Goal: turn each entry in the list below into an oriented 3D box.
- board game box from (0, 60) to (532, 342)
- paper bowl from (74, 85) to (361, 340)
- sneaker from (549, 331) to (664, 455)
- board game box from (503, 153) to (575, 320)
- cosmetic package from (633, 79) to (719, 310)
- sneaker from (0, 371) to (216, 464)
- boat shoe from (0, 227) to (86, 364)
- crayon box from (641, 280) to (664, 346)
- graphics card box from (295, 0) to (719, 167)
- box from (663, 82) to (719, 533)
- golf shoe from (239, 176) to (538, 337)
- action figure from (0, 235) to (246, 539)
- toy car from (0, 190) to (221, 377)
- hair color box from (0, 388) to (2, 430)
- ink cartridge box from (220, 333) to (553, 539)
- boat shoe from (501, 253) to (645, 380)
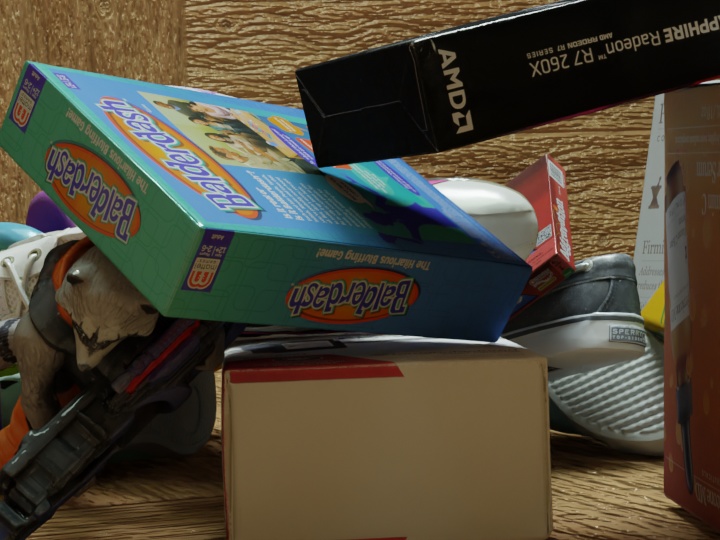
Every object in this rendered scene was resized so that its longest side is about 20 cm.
[{"bbox_3d":[-0.042,-0.029,0.919,0.199,0.045,0.152,7,26,-43],"label":"board game box"},{"bbox_3d":[-0.072,-0.020,1.194,0.199,0.105,0.201,19,23,-8],"label":"paper bowl"},{"bbox_3d":[0.145,0.071,1.262,0.082,0.074,0.200,46,-9,-38],"label":"sneaker"},{"bbox_3d":[0.042,0.022,1.198,0.200,0.019,0.103,-39,26,25],"label":"board game box"},{"bbox_3d":[0.291,-0.015,1.365,0.165,0.202,0.167,9,-3,-21],"label":"cosmetic package"},{"bbox_3d":[-0.172,0.079,1.225,0.117,0.075,0.200,-3,1,26],"label":"sneaker"},{"bbox_3d":[-0.169,0.017,1.081,0.069,0.072,0.199,0,-13,-35],"label":"boat shoe"},{"bbox_3d":[0.230,0.049,1.164,0.125,0.052,0.200,36,-1,-3],"label":"crayon box"},{"bbox_3d":[0.085,-0.093,0.903,0.198,0.051,0.125,-15,6,-25],"label":"graphics card box"},{"bbox_3d":[0.204,0.014,0.929,0.105,0.202,0.152,-1,2,-5],"label":"box"},{"bbox_3d":[0.000,0.000,1.049,0.198,0.073,0.092,-13,7,-7],"label":"golf shoe"},{"bbox_3d":[-0.143,0.050,0.917,0.200,0.105,0.193,-45,0,-36],"label":"action figure"},{"bbox_3d":[-0.173,0.014,1.333,0.198,0.151,0.175,-3,-30,-28],"label":"toy car"},{"bbox_3d":[-0.292,0.095,1.065,0.108,0.066,0.199,-1,1,33],"label":"hair color box"},{"bbox_3d":[0.005,0.077,0.978,0.143,0.085,0.200,-2,2,-4],"label":"ink cartridge box"},{"bbox_3d":[0.081,0.031,1.215,0.071,0.069,0.199,12,-19,-43],"label":"boat shoe"}]
